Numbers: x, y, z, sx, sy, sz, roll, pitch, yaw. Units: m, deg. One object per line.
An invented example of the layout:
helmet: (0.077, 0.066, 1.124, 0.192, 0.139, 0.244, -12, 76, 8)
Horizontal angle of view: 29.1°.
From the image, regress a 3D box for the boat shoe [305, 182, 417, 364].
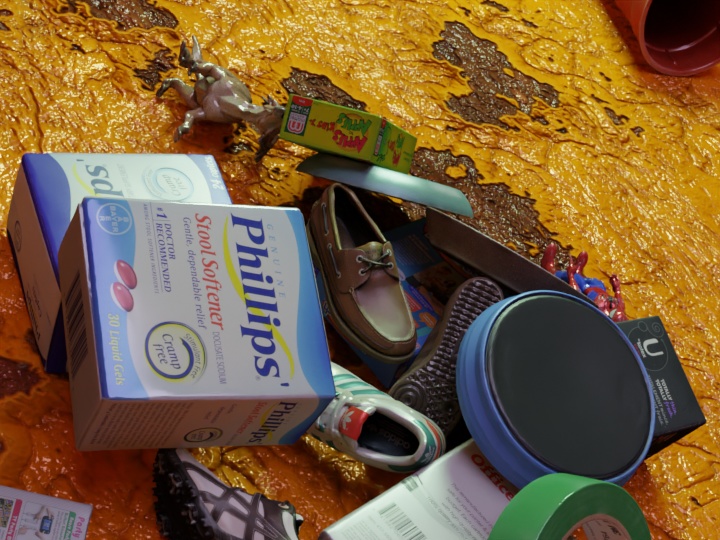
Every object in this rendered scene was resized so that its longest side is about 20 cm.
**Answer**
boat shoe: (0.000, 0.000, 1.361, 0.071, 0.068, 0.201, -11, 52, -31)

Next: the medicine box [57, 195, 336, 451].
medicine box: (-0.140, 0.045, 1.155, 0.198, 0.103, 0.184, 1, 61, -25)

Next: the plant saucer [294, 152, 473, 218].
plant saucer: (0.028, -0.093, 1.483, 0.198, 0.028, 0.200, 16, 3, -1)

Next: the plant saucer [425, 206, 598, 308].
plant saucer: (0.144, 0.000, 1.389, 0.199, 0.035, 0.200, 31, 2, -1)

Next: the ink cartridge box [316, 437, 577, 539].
ink cartridge box: (0.070, 0.253, 1.182, 0.199, 0.086, 0.146, -23, 60, -43)

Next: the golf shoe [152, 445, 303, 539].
golf shoe: (-0.101, 0.213, 1.141, 0.094, 0.078, 0.200, -13, 47, -36)

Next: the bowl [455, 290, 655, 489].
bowl: (0.180, 0.110, 1.250, 0.199, 0.039, 0.203, 14, 57, -22)

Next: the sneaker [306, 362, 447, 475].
sneaker: (-0.016, 0.125, 1.245, 0.198, 0.093, 0.071, 25, 84, 10)

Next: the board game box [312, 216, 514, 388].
board game box: (0.057, 0.026, 1.448, 0.199, 0.045, 0.152, -20, 57, -39)

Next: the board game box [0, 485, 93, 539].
board game box: (-0.314, 0.228, 1.036, 0.198, 0.065, 0.148, 15, 42, -10)

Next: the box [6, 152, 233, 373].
box: (-0.214, -0.012, 1.307, 0.198, 0.105, 0.185, -3, 47, -28)

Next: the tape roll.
tape roll: (0.170, 0.271, 1.139, 0.048, 0.203, 0.199, 6, 22, 44)

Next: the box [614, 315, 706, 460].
box: (0.215, 0.130, 1.351, 0.198, 0.106, 0.123, -7, 66, -32)

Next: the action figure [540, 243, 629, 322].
action figure: (0.247, 0.021, 1.491, 0.065, 0.052, 0.200, 17, 19, -16)

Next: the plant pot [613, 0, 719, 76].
plant pot: (0.451, -0.421, 2.020, 0.199, 0.202, 0.196, 2, 37, -25)

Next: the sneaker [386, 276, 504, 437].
sneaker: (0.079, 0.102, 1.330, 0.070, 0.076, 0.201, 32, 81, 6)

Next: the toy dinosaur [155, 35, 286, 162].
toy dinosaur: (-0.146, -0.189, 1.553, 0.134, 0.086, 0.200, 13, 24, -29)

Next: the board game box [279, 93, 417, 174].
board game box: (-0.009, -0.143, 1.488, 0.101, 0.048, 0.200, 15, 2, 13)
